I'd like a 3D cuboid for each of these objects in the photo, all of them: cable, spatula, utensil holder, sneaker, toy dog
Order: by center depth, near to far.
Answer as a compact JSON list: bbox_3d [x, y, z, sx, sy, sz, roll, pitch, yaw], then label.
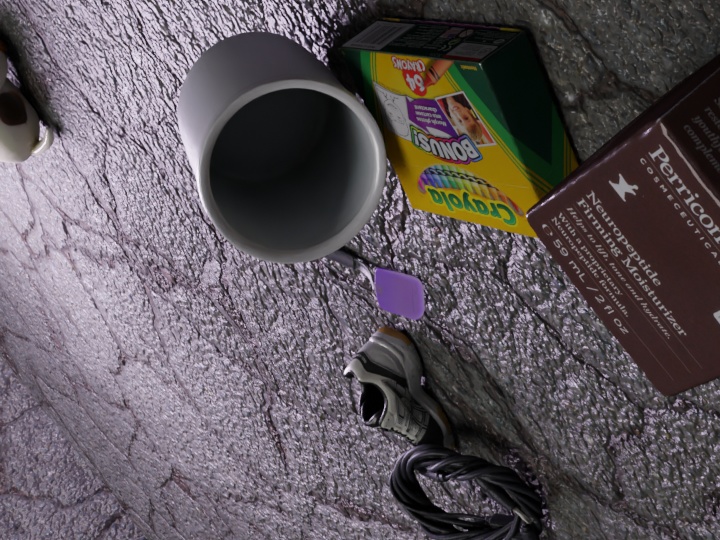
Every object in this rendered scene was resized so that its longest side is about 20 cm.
[{"bbox_3d":[-0.081,-0.121,1.440,0.171,0.169,0.200,64,176,-26],"label":"utensil holder"},{"bbox_3d":[0.000,0.000,1.713,0.200,0.020,0.057,31,137,45],"label":"spatula"},{"bbox_3d":[0.113,0.260,1.774,0.199,0.051,0.164,13,145,30],"label":"cable"},{"bbox_3d":[0.039,0.162,1.791,0.075,0.088,0.201,15,139,52],"label":"sneaker"},{"bbox_3d":[-0.548,-0.246,2.241,0.193,0.140,0.201,23,146,26],"label":"toy dog"}]

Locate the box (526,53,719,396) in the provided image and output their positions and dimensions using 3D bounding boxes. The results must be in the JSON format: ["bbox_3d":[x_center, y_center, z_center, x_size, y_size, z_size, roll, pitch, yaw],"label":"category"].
[{"bbox_3d":[0.246,-0.045,1.012,0.166,0.164,0.200,52,157,1],"label":"box"}]

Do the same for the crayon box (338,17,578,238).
[{"bbox_3d":[0.088,-0.123,1.328,0.200,0.058,0.173,17,139,54],"label":"crayon box"}]
